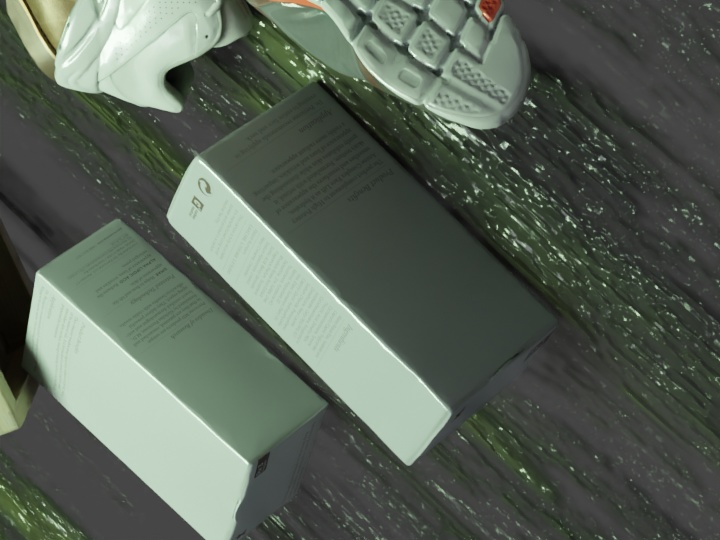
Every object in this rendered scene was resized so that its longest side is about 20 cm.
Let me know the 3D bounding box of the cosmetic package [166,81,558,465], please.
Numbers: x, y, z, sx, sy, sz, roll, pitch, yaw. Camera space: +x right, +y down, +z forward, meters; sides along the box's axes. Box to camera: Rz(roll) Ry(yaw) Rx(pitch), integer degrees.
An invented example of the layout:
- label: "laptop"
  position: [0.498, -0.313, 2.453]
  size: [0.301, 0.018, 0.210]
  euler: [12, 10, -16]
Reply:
- label: "cosmetic package"
  position: [0.000, 0.000, 1.163]
  size: [0.200, 0.102, 0.074]
  euler: [47, 144, 11]

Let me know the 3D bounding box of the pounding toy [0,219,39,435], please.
- label: "pounding toy"
  position: [-0.321, 0.030, 1.424]
  size: [0.142, 0.200, 0.184]
  euler: [-20, 109, 9]

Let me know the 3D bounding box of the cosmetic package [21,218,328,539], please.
- label: "cosmetic package"
  position: [-0.125, 0.075, 1.383]
  size: [0.200, 0.081, 0.113]
  euler: [41, 143, 15]

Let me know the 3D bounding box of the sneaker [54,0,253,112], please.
- label: "sneaker"
  position: [-0.099, -0.172, 1.168]
  size: [0.099, 0.078, 0.200]
  euler: [22, 131, -4]

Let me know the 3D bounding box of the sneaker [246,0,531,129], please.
- label: "sneaker"
  position: [0.009, -0.131, 1.089]
  size: [0.200, 0.077, 0.082]
  euler: [37, 168, 22]

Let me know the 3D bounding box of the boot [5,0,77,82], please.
- label: "boot"
  position: [-0.197, -0.213, 1.246]
  size: [0.075, 0.074, 0.200]
  euler: [-25, 104, 35]
